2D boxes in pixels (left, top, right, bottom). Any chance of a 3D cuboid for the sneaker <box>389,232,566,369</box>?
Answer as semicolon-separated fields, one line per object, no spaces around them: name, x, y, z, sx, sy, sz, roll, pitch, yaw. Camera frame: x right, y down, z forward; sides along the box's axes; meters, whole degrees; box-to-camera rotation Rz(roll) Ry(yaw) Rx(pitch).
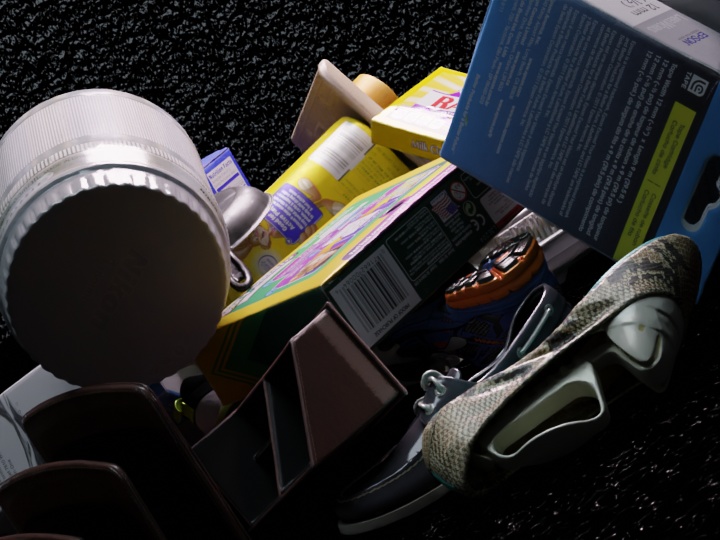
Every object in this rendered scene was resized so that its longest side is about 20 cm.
sneaker;0.078;0.038;1.355;0.075;0.079;0.200;-38;4;-19

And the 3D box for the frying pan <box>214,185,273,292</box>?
frying pan;-0.119;-0.011;1.520;0.115;0.031;0.190;-31;18;18

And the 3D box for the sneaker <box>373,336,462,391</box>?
sneaker;-0.004;0.078;1.460;0.200;0.077;0.089;-32;-9;-40

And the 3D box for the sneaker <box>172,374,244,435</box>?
sneaker;-0.061;0.070;1.499;0.082;0.072;0.200;23;27;26

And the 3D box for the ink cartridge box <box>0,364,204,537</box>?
ink cartridge box;-0.211;0.127;1.565;0.200;0.084;0.145;-36;-20;10

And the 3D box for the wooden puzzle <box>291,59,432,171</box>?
wooden puzzle;0.031;-0.088;1.711;0.046;0.185;0.200;-47;-4;-15

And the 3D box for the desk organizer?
desk organizer;-0.051;0.103;1.267;0.077;0.072;0.200;-39;-6;-29

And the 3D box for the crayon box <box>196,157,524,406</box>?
crayon box;0.000;0.000;1.398;0.200;0.058;0.172;-41;10;-37

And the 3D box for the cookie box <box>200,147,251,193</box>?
cookie box;-0.141;0.026;1.754;0.171;0.201;0.075;-27;9;22

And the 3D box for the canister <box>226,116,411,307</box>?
canister;-0.035;-0.004;1.621;0.200;0.149;0.087;-45;6;-18

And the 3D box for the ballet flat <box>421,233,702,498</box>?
ballet flat;0.125;0.061;1.146;0.200;0.068;0.075;-37;31;-5

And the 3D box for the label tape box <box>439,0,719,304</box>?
label tape box;0.162;-0.093;1.287;0.066;0.199;0.144;-29;-36;-53

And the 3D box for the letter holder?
letter holder;-0.180;0.159;1.322;0.100;0.143;0.200;-36;10;-32

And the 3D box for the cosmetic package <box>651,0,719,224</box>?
cosmetic package;0.237;-0.142;1.397;0.166;0.168;0.200;-3;23;34

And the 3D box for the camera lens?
camera lens;-0.174;-0.024;1.401;0.159;0.160;0.200;-31;24;1

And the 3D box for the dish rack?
dish rack;0.167;-0.037;1.586;0.199;0.044;0.172;-33;9;-12

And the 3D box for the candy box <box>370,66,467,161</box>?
candy box;0.116;-0.104;1.571;0.199;0.027;0.102;18;37;31

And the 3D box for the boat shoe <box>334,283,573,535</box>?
boat shoe;0.055;0.081;1.224;0.200;0.063;0.073;-35;12;-19
